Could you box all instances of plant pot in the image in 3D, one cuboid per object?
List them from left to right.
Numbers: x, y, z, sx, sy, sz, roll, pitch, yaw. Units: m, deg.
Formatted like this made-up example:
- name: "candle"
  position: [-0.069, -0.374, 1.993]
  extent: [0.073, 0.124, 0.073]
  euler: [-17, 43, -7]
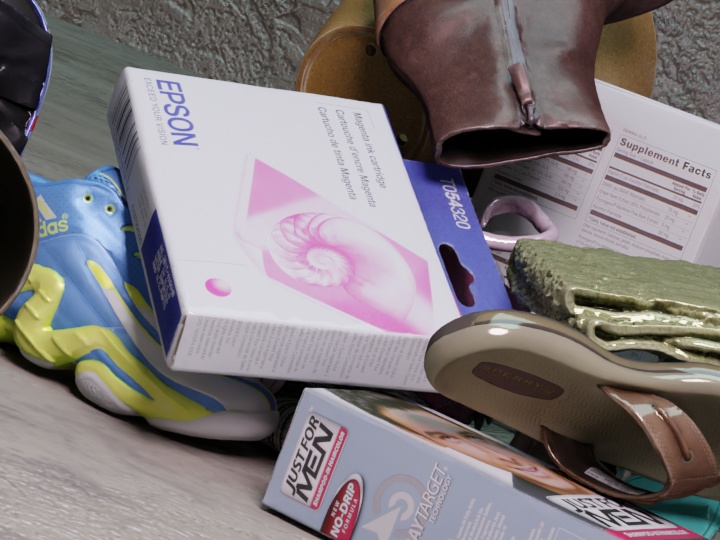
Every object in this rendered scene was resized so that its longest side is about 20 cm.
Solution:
- name: "plant pot"
  position: [0.050, -0.119, 1.667]
  extent: [0.186, 0.187, 0.200]
  euler: [24, 25, 25]

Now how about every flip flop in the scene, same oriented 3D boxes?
- name: "flip flop"
  position: [0.120, 0.074, 1.275]
  extent: [0.199, 0.081, 0.058]
  euler: [20, 46, -21]

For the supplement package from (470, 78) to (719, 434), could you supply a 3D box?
- name: "supplement package"
  position: [0.151, 0.008, 1.603]
  extent: [0.150, 0.201, 0.152]
  euler: [24, 2, 33]

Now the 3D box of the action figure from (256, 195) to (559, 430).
- name: "action figure"
  position: [0.000, 0.000, 1.459]
  extent: [0.200, 0.149, 0.134]
  euler: [30, 7, -24]

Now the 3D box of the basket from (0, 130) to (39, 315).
- name: "basket"
  position: [-0.252, -0.041, 1.293]
  extent: [0.180, 0.137, 0.200]
  euler: [13, 5, -17]

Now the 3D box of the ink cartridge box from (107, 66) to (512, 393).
- name: "ink cartridge box"
  position: [-0.014, -0.019, 1.382]
  extent: [0.199, 0.043, 0.197]
  euler: [5, 37, -20]

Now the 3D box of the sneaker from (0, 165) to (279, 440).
- name: "sneaker"
  position: [-0.118, 0.009, 1.385]
  extent: [0.199, 0.105, 0.076]
  euler: [23, 7, 20]

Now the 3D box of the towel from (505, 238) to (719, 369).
- name: "towel"
  position: [0.150, 0.021, 1.378]
  extent: [0.148, 0.037, 0.200]
  euler: [10, 8, -9]

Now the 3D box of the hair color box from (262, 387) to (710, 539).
- name: "hair color box"
  position: [0.067, 0.119, 1.272]
  extent: [0.199, 0.061, 0.099]
  euler: [24, 7, 26]

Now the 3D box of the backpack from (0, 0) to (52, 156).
- name: "backpack"
  position: [-0.277, -0.111, 1.600]
  extent: [0.190, 0.201, 0.154]
  euler: [24, -7, -4]

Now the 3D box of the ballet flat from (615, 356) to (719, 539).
- name: "ballet flat"
  position: [0.156, 0.117, 1.387]
  extent: [0.075, 0.064, 0.200]
  euler: [8, 39, 20]

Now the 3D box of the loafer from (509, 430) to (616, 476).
- name: "loafer"
  position: [0.166, 0.131, 1.460]
  extent: [0.199, 0.063, 0.072]
  euler: [19, 8, -11]

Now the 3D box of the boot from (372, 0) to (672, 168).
- name: "boot"
  position: [0.111, -0.119, 1.531]
  extent: [0.199, 0.073, 0.167]
  euler: [-7, 44, -14]

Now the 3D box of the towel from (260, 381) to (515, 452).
- name: "towel"
  position: [-0.020, 0.077, 1.501]
  extent: [0.192, 0.035, 0.200]
  euler: [23, 9, 38]
